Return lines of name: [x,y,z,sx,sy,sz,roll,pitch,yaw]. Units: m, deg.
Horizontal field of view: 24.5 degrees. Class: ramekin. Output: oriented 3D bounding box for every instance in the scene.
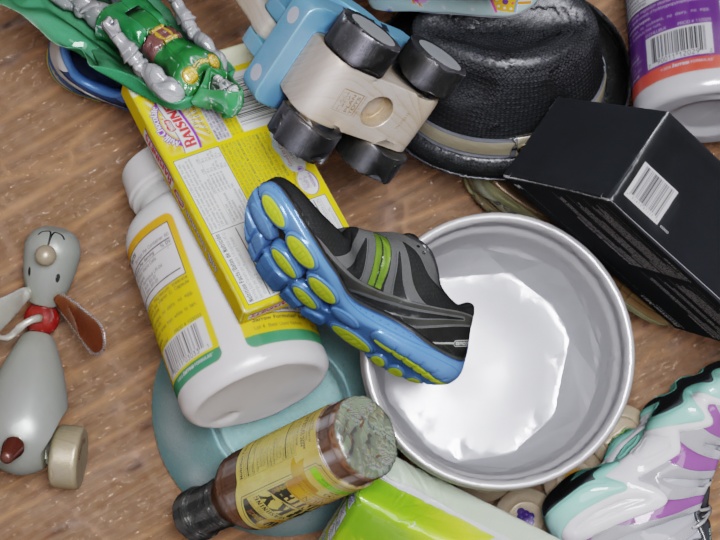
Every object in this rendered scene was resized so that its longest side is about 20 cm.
ramekin: [0.094,0.064,1.227,0.200,0.105,0.201,1,81,-6]

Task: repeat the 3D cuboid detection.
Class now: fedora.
fedora: [0.105,-0.163,1.226,0.200,0.092,0.201,0,63,0]

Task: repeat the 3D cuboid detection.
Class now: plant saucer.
plant saucer: [-0.062,0.107,1.270,0.201,0.039,0.201,0,89,-2]

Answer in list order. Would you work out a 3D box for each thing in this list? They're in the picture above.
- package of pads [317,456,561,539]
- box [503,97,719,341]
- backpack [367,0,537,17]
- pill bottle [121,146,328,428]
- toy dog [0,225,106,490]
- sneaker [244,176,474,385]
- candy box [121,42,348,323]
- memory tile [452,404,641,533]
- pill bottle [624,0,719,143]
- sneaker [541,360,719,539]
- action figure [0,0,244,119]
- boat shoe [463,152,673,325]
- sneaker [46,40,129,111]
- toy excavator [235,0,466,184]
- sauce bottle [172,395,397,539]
package of pads: [0.061,0.238,1.228,0.200,0.068,0.155,28,127,-2]
box: [0.219,-0.030,1.163,0.200,0.141,0.079,39,80,-26]
backpack: [0.068,-0.280,1.162,0.176,0.153,0.200,8,62,34]
pill bottle: [-0.107,0.004,1.213,0.113,0.113,0.200,-21,68,-3]
toy dog: [-0.250,0.071,1.232,0.132,0.096,0.200,-13,90,-3]
sneaker: [0.000,0.000,1.124,0.200,0.071,0.083,38,62,-25]
candy box: [-0.083,-0.066,1.176,0.102,0.026,0.200,-21,70,-22]
memory tile: [0.147,0.177,1.291,0.200,0.017,0.153,-40,91,-3]
pill bottle: [0.254,-0.206,1.243,0.111,0.111,0.200,0,72,-3]
sneaker: [0.252,0.171,1.255,0.200,0.078,0.140,-41,93,7]
action figure: [-0.158,-0.172,1.176,0.200,0.055,0.118,38,52,14]
boat shoe: [0.169,-0.028,1.279,0.200,0.063,0.073,41,64,-4]
sneaker: [-0.143,-0.143,1.249,0.200,0.082,0.074,13,86,-4]
toy excavator: [-0.054,-0.170,1.163,0.194,0.200,0.100,15,118,-42]
sauce bottle: [-0.060,0.150,1.192,0.200,0.065,0.065,-30,91,41]
